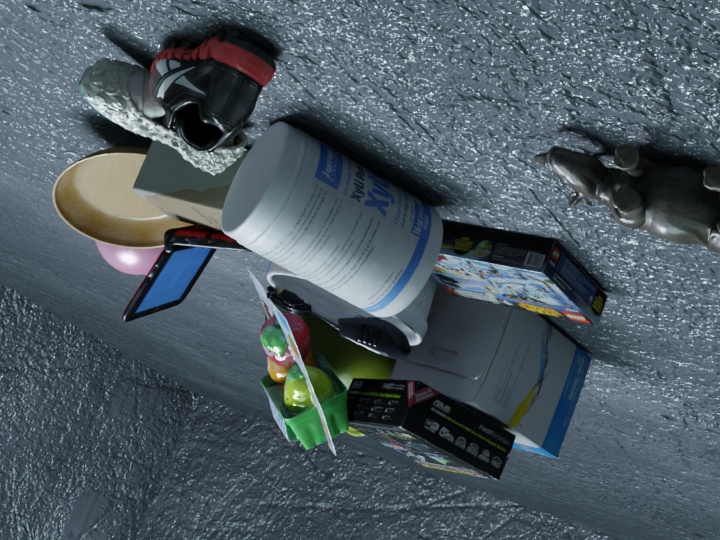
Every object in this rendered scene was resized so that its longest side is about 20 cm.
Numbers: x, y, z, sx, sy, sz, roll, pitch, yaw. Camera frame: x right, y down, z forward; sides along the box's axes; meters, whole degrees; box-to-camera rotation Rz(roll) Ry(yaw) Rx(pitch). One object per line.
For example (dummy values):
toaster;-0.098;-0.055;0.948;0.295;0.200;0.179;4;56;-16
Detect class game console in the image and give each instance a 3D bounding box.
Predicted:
game console;-0.180;0.003;1.650;0.170;0.120;0.200;5;-173;13

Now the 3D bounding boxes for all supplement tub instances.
supplement tub;-0.027;-0.049;1.358;0.199;0.133;0.132;28;166;-23

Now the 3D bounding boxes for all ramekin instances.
ramekin;0.000;0.000;1.563;0.198;0.106;0.200;22;168;5

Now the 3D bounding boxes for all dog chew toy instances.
dog chew toy;-0.290;-0.047;1.853;0.123;0.126;0.200;19;174;15

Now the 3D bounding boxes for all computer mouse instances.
computer mouse;-0.026;0.052;1.526;0.198;0.034;0.058;23;-172;24

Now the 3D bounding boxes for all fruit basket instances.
fruit basket;-0.091;0.113;1.646;0.201;0.093;0.185;64;172;-26

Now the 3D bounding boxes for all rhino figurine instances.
rhino figurine;0.222;-0.061;1.041;0.198;0.060;0.087;19;178;31

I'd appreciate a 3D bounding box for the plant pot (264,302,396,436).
plant pot;-0.022;0.086;1.801;0.193;0.201;0.200;40;161;-21

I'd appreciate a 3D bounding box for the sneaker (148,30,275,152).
sneaker;-0.153;-0.157;1.218;0.070;0.099;0.200;28;168;-29

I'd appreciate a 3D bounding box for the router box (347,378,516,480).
router box;0.077;0.193;1.641;0.149;0.063;0.200;31;165;-20

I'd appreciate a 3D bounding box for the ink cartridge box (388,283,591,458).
ink cartridge box;0.166;0.124;1.679;0.146;0.146;0.200;11;162;43

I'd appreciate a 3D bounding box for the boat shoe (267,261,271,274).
boat shoe;-0.016;0.011;1.693;0.199;0.073;0.060;13;153;-17

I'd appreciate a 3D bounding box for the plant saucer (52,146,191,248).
plant saucer;-0.285;-0.098;1.672;0.197;0.036;0.201;0;147;0

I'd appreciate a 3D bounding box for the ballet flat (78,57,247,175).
ballet flat;-0.191;-0.164;1.353;0.071;0.073;0.199;9;166;45

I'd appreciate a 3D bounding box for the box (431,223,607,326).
box;0.152;0.000;1.445;0.198;0.040;0.137;12;162;40

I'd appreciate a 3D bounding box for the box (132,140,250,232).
box;-0.152;-0.092;1.516;0.198;0.079;0.095;14;165;35
